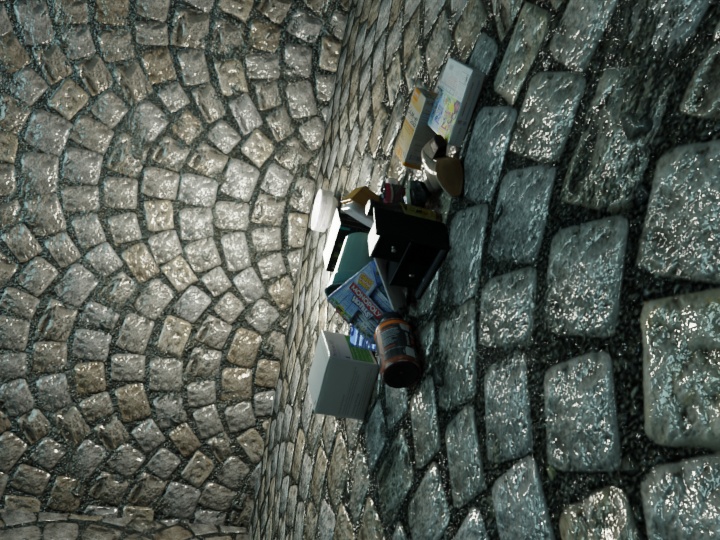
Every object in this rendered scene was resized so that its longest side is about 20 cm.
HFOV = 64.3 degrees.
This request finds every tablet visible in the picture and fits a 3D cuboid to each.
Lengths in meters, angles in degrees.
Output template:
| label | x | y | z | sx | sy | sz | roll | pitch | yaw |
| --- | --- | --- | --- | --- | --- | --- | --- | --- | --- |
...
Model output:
| label | x | y | z | sx | sy | sz | roll | pitch | yaw |
| --- | --- | --- | --- | --- | --- | --- | --- | --- | --- |
| tablet | 0.076 | 0.003 | 1.570 | 0.204 | 0.013 | 0.130 | 70 | -160 | -1 |

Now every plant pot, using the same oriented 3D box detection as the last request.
| label | x | y | z | sx | sy | sz | roll | pitch | yaw |
| --- | --- | --- | --- | --- | --- | --- | --- | --- | --- |
| plant pot | 0.000 | 0.000 | 1.843 | 0.200 | 0.196 | 0.200 | 131 | 155 | -61 |

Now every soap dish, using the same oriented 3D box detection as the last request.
| label | x | y | z | sx | sy | sz | roll | pitch | yaw |
| --- | --- | --- | --- | --- | --- | --- | --- | --- | --- |
| soap dish | 0.047 | -0.170 | 1.680 | 0.082 | 0.197 | 0.157 | -61 | 13 | -3 |

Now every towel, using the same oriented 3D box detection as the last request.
| label | x | y | z | sx | sy | sz | roll | pitch | yaw |
| --- | --- | --- | --- | --- | --- | --- | --- | --- | --- |
| towel | 0.035 | 0.168 | 1.728 | 0.198 | 0.023 | 0.149 | 3 | 86 | 51 |

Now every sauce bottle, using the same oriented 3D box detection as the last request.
| label | x | y | z | sx | sy | sz | roll | pitch | yaw |
| --- | --- | --- | --- | --- | --- | --- | --- | --- | --- |
| sauce bottle | 0.111 | -0.142 | 1.481 | 0.066 | 0.196 | 0.068 | -168 | 90 | -72 |

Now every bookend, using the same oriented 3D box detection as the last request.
| label | x | y | z | sx | sy | sz | roll | pitch | yaw |
| --- | --- | --- | --- | --- | --- | --- | --- | --- | --- |
| bookend | 0.096 | -0.041 | 1.467 | 0.093 | 0.195 | 0.201 | -93 | 22 | -44 |

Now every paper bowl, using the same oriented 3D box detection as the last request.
| label | x | y | z | sx | sy | sz | roll | pitch | yaw |
| --- | --- | --- | --- | --- | --- | --- | --- | --- | --- |
| paper bowl | -0.171 | -0.288 | 2.795 | 0.200 | 0.102 | 0.206 | -170 | 90 | -75 |

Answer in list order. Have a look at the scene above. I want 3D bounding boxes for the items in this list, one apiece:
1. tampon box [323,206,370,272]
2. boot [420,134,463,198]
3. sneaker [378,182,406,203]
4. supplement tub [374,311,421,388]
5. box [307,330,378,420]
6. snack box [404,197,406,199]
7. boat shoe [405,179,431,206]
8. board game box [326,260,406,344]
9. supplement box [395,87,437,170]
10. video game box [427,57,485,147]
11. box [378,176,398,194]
| label | x | y | z | sx | sy | sz | roll | pitch | yaw |
| --- | --- | --- | --- | --- | --- | --- | --- | --- | --- |
| tampon box | -0.040 | -0.102 | 2.097 | 0.127 | 0.146 | 0.203 | -103 | 29 | -55 |
| boot | 0.204 | -0.242 | 1.472 | 0.147 | 0.068 | 0.204 | 105 | 157 | -65 |
| sneaker | 0.095 | -0.146 | 1.562 | 0.081 | 0.073 | 0.205 | 130 | 143 | -67 |
| supplement tub | 0.092 | 0.199 | 1.492 | 0.202 | 0.104 | 0.108 | -99 | 25 | -52 |
| box | -0.061 | 0.333 | 1.837 | 0.199 | 0.167 | 0.204 | -120 | 43 | -67 |
| snack box | 0.142 | -0.179 | 1.718 | 0.201 | 0.024 | 0.073 | -116 | 38 | -66 |
| boat shoe | 0.163 | -0.214 | 1.583 | 0.199 | 0.064 | 0.076 | -49 | -49 | -76 |
| board game box | 0.026 | 0.078 | 1.646 | 0.200 | 0.061 | 0.201 | 46 | 122 | 17 |
| supplement box | 0.173 | -0.414 | 1.675 | 0.127 | 0.072 | 0.204 | -107 | 32 | -59 |
| video game box | 0.244 | -0.438 | 1.484 | 0.201 | 0.046 | 0.185 | -108 | 34 | -60 |
| box | 0.081 | -0.183 | 1.918 | 0.156 | 0.040 | 0.204 | 125 | 150 | -57 |
